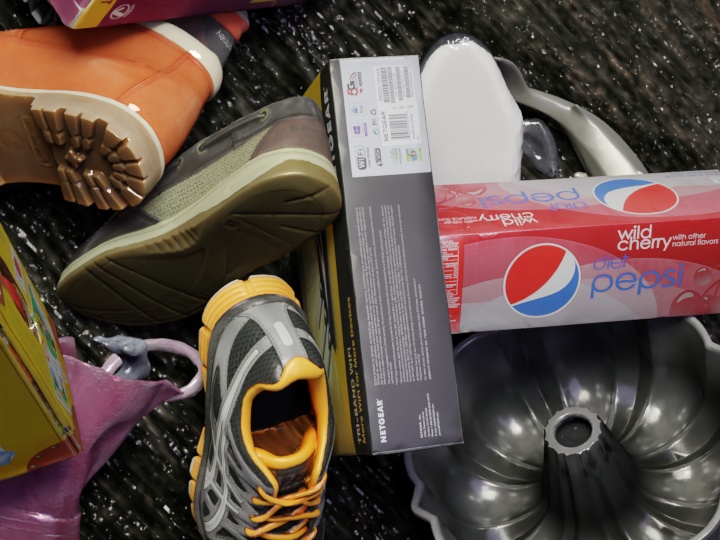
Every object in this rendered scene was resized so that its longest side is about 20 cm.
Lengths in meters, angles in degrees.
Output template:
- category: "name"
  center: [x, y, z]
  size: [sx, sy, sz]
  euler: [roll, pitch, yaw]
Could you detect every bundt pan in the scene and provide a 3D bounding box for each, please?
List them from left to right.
- category: "bundt pan"
  center: [0.128, 0.112, 0.798]
  size: [0.202, 0.201, 0.076]
  euler: [-45, 139, -19]

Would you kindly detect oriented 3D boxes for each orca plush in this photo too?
- category: "orca plush"
  center: [0.073, -0.054, 0.851]
  size: [0.104, 0.071, 0.202]
  euler: [-25, 114, 8]

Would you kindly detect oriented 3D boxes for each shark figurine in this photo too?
- category: "shark figurine"
  center: [0.161, -0.057, 0.874]
  size: [0.127, 0.089, 0.216]
  euler: [-32, 95, -21]

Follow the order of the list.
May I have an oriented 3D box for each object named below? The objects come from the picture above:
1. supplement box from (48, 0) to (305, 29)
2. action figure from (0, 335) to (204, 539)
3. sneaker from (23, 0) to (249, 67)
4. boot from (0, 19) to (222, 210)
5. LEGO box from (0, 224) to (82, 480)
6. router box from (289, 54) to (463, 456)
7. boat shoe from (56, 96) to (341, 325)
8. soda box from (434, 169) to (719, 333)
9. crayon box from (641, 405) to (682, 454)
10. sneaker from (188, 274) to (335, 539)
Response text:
- category: "supplement box"
  center: [-0.078, -0.210, 0.722]
  size: [0.104, 0.131, 0.199]
  euler: [54, 35, 10]
- category: "action figure"
  center: [-0.178, 0.130, 0.742]
  size: [0.148, 0.132, 0.203]
  euler: [3, 94, -61]
- category: "sneaker"
  center: [-0.162, -0.158, 0.785]
  size: [0.198, 0.077, 0.083]
  euler: [25, 81, -13]
- category: "boot"
  center: [-0.171, -0.100, 0.749]
  size: [0.197, 0.076, 0.108]
  euler: [16, 48, 22]
- category: "LEGO box"
  center: [-0.215, 0.033, 0.589]
  size: [0.147, 0.201, 0.078]
  euler: [-17, 64, -7]
- category: "router box"
  center: [0.000, 0.000, 0.770]
  size: [0.051, 0.157, 0.203]
  euler: [-5, 83, -14]
- category: "boat shoe"
  center: [-0.086, -0.029, 0.743]
  size: [0.071, 0.199, 0.067]
  euler: [30, 49, -36]
- category: "soda box"
  center: [0.123, -0.012, 0.797]
  size: [0.197, 0.070, 0.064]
  euler: [-4, 118, -10]
- category: "crayon box"
  center: [0.195, 0.202, 0.861]
  size: [0.173, 0.058, 0.200]
  euler: [47, 71, -8]
- category: "sneaker"
  center: [-0.049, 0.107, 0.750]
  size: [0.077, 0.077, 0.203]
  euler: [-15, 121, -20]
